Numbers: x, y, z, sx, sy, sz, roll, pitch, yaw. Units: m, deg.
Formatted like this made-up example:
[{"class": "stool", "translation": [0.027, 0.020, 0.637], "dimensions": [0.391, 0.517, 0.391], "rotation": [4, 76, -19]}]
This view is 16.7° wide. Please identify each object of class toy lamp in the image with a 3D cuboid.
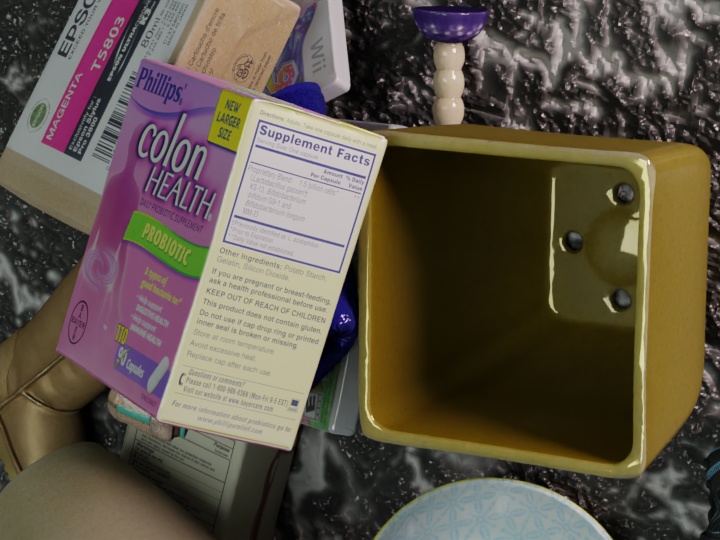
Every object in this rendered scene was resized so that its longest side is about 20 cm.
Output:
[{"class": "toy lamp", "translation": [0.060, -0.076, 1.654], "dimensions": [0.058, 0.058, 0.201], "rotation": [9, 103, 28]}]

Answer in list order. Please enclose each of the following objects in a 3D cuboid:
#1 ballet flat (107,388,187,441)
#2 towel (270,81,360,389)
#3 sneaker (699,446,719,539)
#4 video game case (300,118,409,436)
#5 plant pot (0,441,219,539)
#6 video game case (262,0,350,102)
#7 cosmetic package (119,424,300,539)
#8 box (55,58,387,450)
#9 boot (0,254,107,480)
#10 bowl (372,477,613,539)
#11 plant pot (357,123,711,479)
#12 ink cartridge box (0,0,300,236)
[{"class": "ballet flat", "translation": [-0.134, 0.053, 1.704], "dimensions": [0.067, 0.200, 0.068], "rotation": [11, 111, 4]}, {"class": "towel", "translation": [-0.062, -0.009, 1.603], "dimensions": [0.148, 0.049, 0.201], "rotation": [-49, 41, 42]}, {"class": "sneaker", "translation": [0.256, 0.159, 1.595], "dimensions": [0.082, 0.073, 0.201], "rotation": [41, 113, 34]}, {"class": "video game case", "translation": [-0.036, -0.002, 1.627], "dimensions": [0.182, 0.022, 0.201], "rotation": [11, 91, 60]}, {"class": "plant pot", "translation": [-0.166, 0.223, 1.688], "dimensions": [0.187, 0.187, 0.200], "rotation": [-48, 65, 28]}, {"class": "video game case", "translation": [-0.095, -0.151, 1.706], "dimensions": [0.199, 0.018, 0.144], "rotation": [-24, 57, 31]}, {"class": "cosmetic package", "translation": [-0.120, 0.169, 1.788], "dimensions": [0.103, 0.087, 0.201], "rotation": [25, 113, 23]}, {"class": "box", "translation": [-0.091, -0.013, 1.514], "dimensions": [0.176, 0.096, 0.201], "rotation": [26, 99, 60]}, {"class": "boot", "translation": [-0.194, 0.083, 1.826], "dimensions": [0.200, 0.066, 0.176], "rotation": [-39, 81, 29]}, {"class": "bowl", "translation": [0.085, 0.252, 1.666], "dimensions": [0.200, 0.200, 0.108], "rotation": [46, 161, 13]}, {"class": "plant pot", "translation": [0.129, 0.000, 1.546], "dimensions": [0.193, 0.200, 0.197], "rotation": [7, 105, 28]}, {"class": "ink cartridge box", "translation": [-0.148, -0.118, 1.658], "dimensions": [0.164, 0.075, 0.201], "rotation": [24, 88, 52]}]
